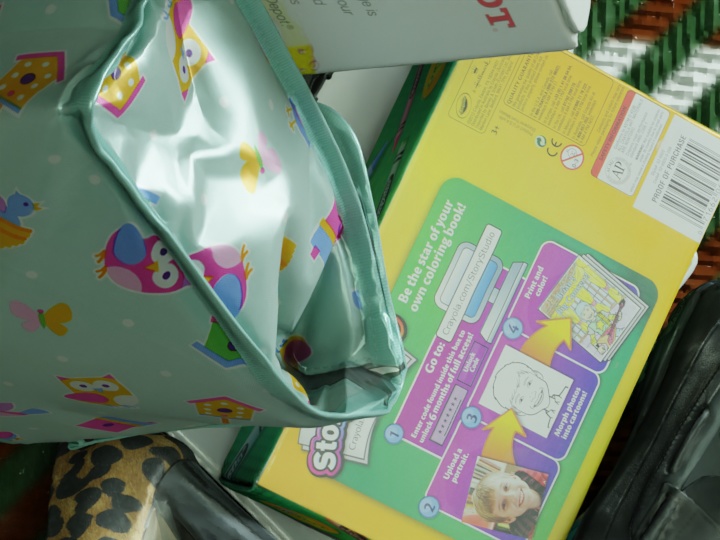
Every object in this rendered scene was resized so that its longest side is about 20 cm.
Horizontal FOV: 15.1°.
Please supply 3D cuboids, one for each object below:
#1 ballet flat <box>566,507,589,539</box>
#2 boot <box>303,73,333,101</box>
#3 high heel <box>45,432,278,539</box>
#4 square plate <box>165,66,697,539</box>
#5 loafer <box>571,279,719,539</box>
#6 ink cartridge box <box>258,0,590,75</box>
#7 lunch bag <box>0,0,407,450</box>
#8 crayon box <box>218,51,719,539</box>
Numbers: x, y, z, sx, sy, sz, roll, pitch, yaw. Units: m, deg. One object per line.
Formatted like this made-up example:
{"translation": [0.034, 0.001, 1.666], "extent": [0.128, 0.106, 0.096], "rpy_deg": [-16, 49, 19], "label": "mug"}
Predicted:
{"translation": [0.122, 0.107, 1.071], "extent": [0.069, 0.069, 0.200], "rpy_deg": [41, 78, -13], "label": "ballet flat"}
{"translation": [0.002, -0.095, 0.983], "extent": [0.200, 0.077, 0.139], "rpy_deg": [2, 75, 24], "label": "boot"}
{"translation": [-0.120, 0.136, 0.958], "extent": [0.200, 0.143, 0.071], "rpy_deg": [-33, 136, -24], "label": "high heel"}
{"translation": [0.000, 0.000, 1.049], "extent": [0.198, 0.028, 0.200], "rpy_deg": [44, 78, -11], "label": "square plate"}
{"translation": [0.124, 0.092, 0.993], "extent": [0.068, 0.070, 0.201], "rpy_deg": [36, 67, -33], "label": "loafer"}
{"translation": [-0.036, -0.136, 0.882], "extent": [0.200, 0.148, 0.086], "rpy_deg": [-5, 53, 21], "label": "ink cartridge box"}
{"translation": [-0.093, -0.014, 0.904], "extent": [0.200, 0.170, 0.122], "rpy_deg": [54, 39, -41], "label": "lunch bag"}
{"translation": [0.045, 0.015, 1.018], "extent": [0.119, 0.058, 0.200], "rpy_deg": [28, 82, -14], "label": "crayon box"}
